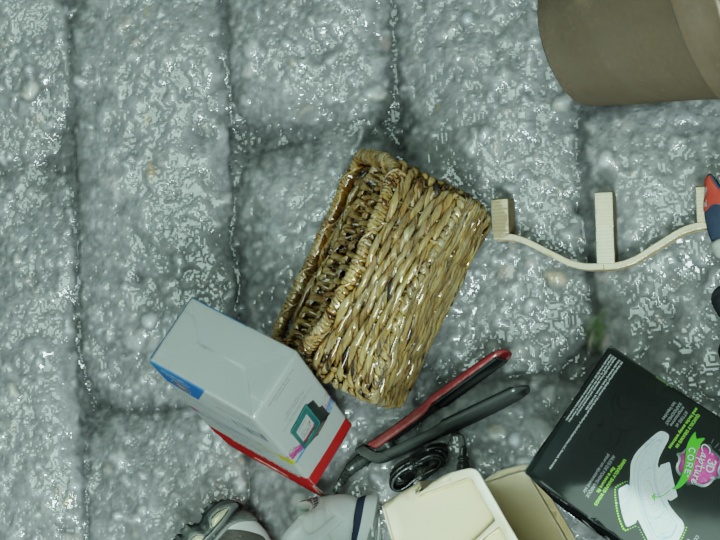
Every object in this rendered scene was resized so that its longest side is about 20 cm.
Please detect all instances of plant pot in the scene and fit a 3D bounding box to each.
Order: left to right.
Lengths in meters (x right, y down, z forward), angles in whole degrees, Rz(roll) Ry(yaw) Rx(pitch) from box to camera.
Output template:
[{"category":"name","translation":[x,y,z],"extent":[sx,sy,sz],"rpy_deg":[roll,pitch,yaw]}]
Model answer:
[{"category":"plant pot","translation":[0.244,-0.216,1.317],"extent":[0.173,0.200,0.202],"rpy_deg":[-14,79,32]}]

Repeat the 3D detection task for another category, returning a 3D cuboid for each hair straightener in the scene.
[{"category":"hair straightener","translation":[0.063,0.151,1.388],"extent":[0.199,0.041,0.077],"rpy_deg":[-34,70,11]}]

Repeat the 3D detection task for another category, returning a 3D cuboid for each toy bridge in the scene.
[{"category":"toy bridge","translation":[0.212,-0.034,1.374],"extent":[0.198,0.027,0.068],"rpy_deg":[-2,85,16]}]

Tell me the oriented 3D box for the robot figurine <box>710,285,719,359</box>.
[{"category":"robot figurine","translation":[0.361,0.082,1.263],"extent":[0.124,0.150,0.201],"rpy_deg":[-30,78,0]}]

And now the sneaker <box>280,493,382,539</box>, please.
[{"category":"sneaker","translation":[-0.035,0.257,1.328],"extent":[0.080,0.200,0.077],"rpy_deg":[4,116,10]}]

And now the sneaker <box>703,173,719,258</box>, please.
[{"category":"sneaker","translation":[0.374,-0.074,1.299],"extent":[0.198,0.075,0.085],"rpy_deg":[-17,85,8]}]

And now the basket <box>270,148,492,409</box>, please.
[{"category":"basket","translation":[0.000,0.000,1.374],"extent":[0.148,0.143,0.201],"rpy_deg":[27,92,17]}]

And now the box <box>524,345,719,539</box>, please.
[{"category":"box","translation":[0.253,0.177,1.258],"extent":[0.199,0.149,0.125],"rpy_deg":[34,85,24]}]

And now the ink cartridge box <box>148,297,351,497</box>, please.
[{"category":"ink cartridge box","translation":[-0.084,0.113,1.364],"extent":[0.116,0.200,0.068],"rpy_deg":[25,73,27]}]

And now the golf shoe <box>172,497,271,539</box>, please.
[{"category":"golf shoe","translation":[-0.153,0.300,1.421],"extent":[0.094,0.078,0.200],"rpy_deg":[42,97,17]}]

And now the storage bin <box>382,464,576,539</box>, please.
[{"category":"storage bin","translation":[0.122,0.251,1.279],"extent":[0.093,0.200,0.200],"rpy_deg":[-33,76,13]}]
